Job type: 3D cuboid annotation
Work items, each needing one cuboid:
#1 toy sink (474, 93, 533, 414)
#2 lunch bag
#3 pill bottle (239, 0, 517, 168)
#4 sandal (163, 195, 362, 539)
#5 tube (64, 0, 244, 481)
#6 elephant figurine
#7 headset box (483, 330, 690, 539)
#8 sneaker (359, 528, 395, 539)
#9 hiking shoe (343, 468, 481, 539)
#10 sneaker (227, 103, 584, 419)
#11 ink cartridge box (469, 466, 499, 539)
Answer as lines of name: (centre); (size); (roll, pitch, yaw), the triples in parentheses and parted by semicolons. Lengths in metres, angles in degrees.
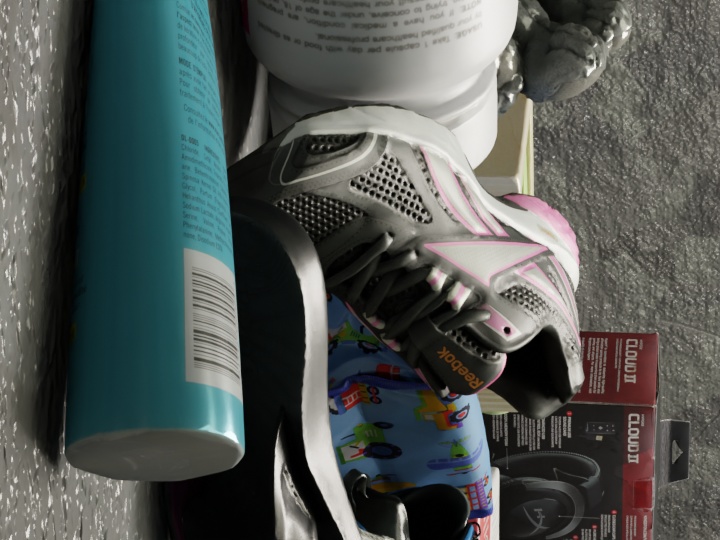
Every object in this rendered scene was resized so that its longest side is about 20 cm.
toy sink: (0.048, 0.007, 1.344); (0.131, 0.111, 0.201); (-76, 166, -61)
lunch bag: (0.000, 0.000, 1.100); (0.151, 0.094, 0.201); (74, 9, -61)
pill bottle: (0.006, -0.138, 0.948); (0.114, 0.113, 0.201); (-79, 168, -56)
sandal: (-0.042, 0.075, 0.827); (0.048, 0.075, 0.201); (-34, 121, -51)
tube: (-0.060, -0.041, 0.703); (0.078, 0.050, 0.201); (86, 3, -69)
elephant figurine: (0.034, -0.174, 1.071); (0.142, 0.155, 0.201); (-110, 176, -66)
headset box: (0.113, 0.116, 1.552); (0.077, 0.199, 0.149); (-80, 168, -51)
sneaker: (0.014, 0.148, 0.957); (0.200, 0.078, 0.082); (47, 26, -35)
hiking shoe: (0.036, 0.141, 1.073); (0.087, 0.074, 0.200); (-60, 151, 7)
sneaker: (0.029, 0.003, 0.933); (0.199, 0.080, 0.087); (19, 46, -42)
ink cartridge box: (0.037, 0.226, 1.411); (0.147, 0.082, 0.201); (-40, 130, -81)
